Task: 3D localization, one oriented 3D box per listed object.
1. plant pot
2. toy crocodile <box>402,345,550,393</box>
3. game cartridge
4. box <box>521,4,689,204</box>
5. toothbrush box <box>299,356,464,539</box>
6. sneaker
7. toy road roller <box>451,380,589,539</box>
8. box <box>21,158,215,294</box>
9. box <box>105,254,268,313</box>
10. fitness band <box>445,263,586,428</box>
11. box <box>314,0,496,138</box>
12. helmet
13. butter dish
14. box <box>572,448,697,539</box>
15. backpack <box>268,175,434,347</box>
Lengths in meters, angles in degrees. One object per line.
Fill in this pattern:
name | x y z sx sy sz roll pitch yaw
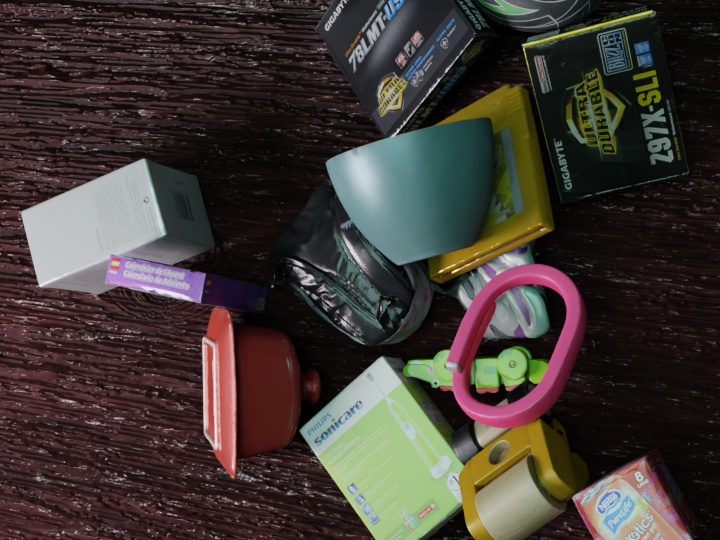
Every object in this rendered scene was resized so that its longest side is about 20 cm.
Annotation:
plant pot | 0.070 -0.083 1.382 0.197 0.200 0.137 -14 90 17
toy crocodile | 0.150 0.125 1.465 0.196 0.067 0.063 -2 89 14
game cartridge | 0.143 -0.108 1.456 0.175 0.032 0.203 -27 59 35
box | 0.291 -0.195 1.417 0.157 0.049 0.203 -12 109 15
toothbrush box | 0.044 0.231 1.485 0.145 0.086 0.201 -42 75 10
sneaker | 0.150 -0.008 1.476 0.138 0.078 0.204 -14 80 16
toy road roller | 0.199 0.241 1.379 0.122 0.201 0.146 -39 116 21
box | -0.321 -0.055 1.601 0.197 0.152 0.108 -20 80 15
box | -0.217 0.019 1.533 0.134 0.200 0.040 10 88 18
fitness band | 0.179 0.084 1.373 0.142 0.038 0.202 10 64 35
box | 0.050 -0.300 1.501 0.200 0.049 0.200 -48 67 39
helmet | 0.211 -0.381 1.431 0.197 0.200 0.193 -24 104 15
butter dish | -0.122 0.149 1.520 0.145 0.199 0.204 -1 91 -13
box | 0.308 0.266 1.331 0.095 0.200 0.101 -31 76 12
backpack | 0.000 0.000 1.502 0.200 0.126 0.168 44 111 17
